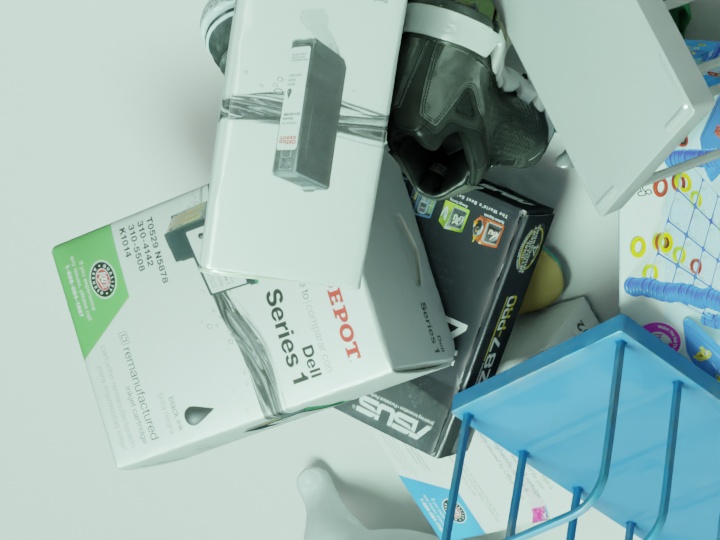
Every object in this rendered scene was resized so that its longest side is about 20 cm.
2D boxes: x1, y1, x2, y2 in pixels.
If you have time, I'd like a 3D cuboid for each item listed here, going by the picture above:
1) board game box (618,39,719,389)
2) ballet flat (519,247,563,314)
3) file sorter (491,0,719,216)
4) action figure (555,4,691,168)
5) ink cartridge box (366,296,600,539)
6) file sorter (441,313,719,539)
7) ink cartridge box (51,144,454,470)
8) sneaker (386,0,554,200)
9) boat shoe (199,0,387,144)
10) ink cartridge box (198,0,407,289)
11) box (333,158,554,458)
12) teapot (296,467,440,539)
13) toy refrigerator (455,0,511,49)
[{"bbox_3d":[0.242,-0.024,1.339,0.196,0.056,0.200,4,125,14],"label":"board game box"},{"bbox_3d":[0.028,0.004,1.529,0.200,0.063,0.069,10,129,27],"label":"ballet flat"},{"bbox_3d":[0.146,-0.157,1.209,0.200,0.125,0.139,64,159,12],"label":"file sorter"},{"bbox_3d":[0.140,-0.147,1.358,0.118,0.055,0.200,15,124,28],"label":"action figure"},{"bbox_3d":[0.110,0.092,1.534,0.200,0.068,0.115,-18,112,41],"label":"ink cartridge box"},{"bbox_3d":[0.162,0.143,1.390,0.200,0.123,0.139,35,138,-26],"label":"file sorter"},{"bbox_3d":[-0.064,0.019,1.440,0.200,0.084,0.146,-21,83,27],"label":"ink cartridge box"},{"bbox_3d":[0.053,-0.076,1.318,0.066,0.091,0.200,17,171,19],"label":"sneaker"},{"bbox_3d":[-0.003,-0.099,1.381,0.200,0.071,0.072,13,138,-31],"label":"boat shoe"},{"bbox_3d":[-0.026,-0.102,1.235,0.084,0.144,0.200,9,102,-3],"label":"ink cartridge box"},{"bbox_3d":[0.000,0.000,1.481,0.200,0.049,0.161,26,105,24],"label":"box"},{"bbox_3d":[0.024,0.263,1.667,0.197,0.146,0.200,17,98,-3],"label":"teapot"},{"bbox_3d":[-0.001,-0.190,1.337,0.200,0.070,0.076,18,126,10],"label":"toy refrigerator"}]
